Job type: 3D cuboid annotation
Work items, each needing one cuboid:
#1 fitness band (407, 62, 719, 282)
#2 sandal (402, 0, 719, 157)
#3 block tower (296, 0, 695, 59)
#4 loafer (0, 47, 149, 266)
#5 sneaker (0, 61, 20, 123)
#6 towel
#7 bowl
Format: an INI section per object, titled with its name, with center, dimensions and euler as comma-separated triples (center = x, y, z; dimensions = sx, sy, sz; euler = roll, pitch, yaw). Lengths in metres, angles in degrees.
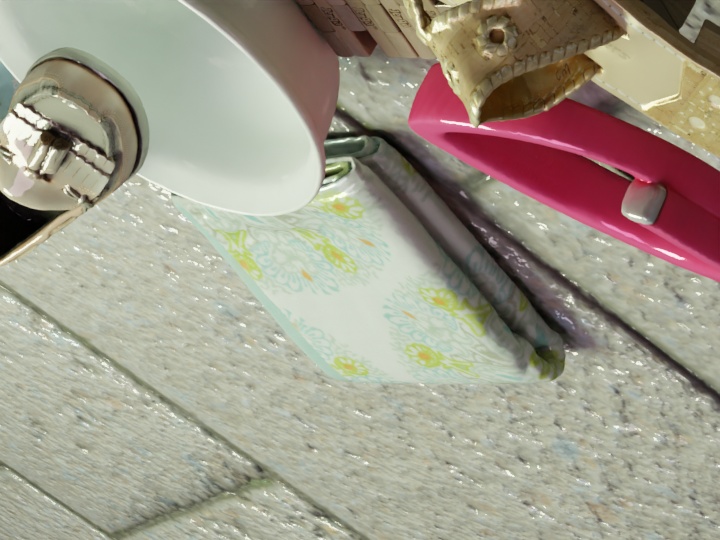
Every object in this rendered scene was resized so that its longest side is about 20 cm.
[fitness band]
center = 0.107, -0.040, 0.984
dimensions = 0.143, 0.038, 0.200
euler = 21, 177, 40
[sandal]
center = 0.070, -0.082, 0.857
dimensions = 0.211, 0.070, 0.078
euler = 28, 155, 5
[block tower]
center = 0.055, -0.126, 0.939
dimensions = 0.199, 0.054, 0.058
euler = 5, 147, 43
[loafer]
center = -0.158, -0.047, 1.099
dimensions = 0.072, 0.063, 0.200
euler = 36, 157, -6
[sneaker]
center = -0.214, -0.095, 1.203
dimensions = 0.079, 0.131, 0.200
euler = 18, 152, 28
[towel]
center = 0.000, 0.000, 1.248
dimensions = 0.171, 0.048, 0.200
euler = 2, 143, 48
[bowl]
center = -0.084, -0.123, 1.051
dimensions = 0.200, 0.091, 0.201
euler = 27, 157, 12
